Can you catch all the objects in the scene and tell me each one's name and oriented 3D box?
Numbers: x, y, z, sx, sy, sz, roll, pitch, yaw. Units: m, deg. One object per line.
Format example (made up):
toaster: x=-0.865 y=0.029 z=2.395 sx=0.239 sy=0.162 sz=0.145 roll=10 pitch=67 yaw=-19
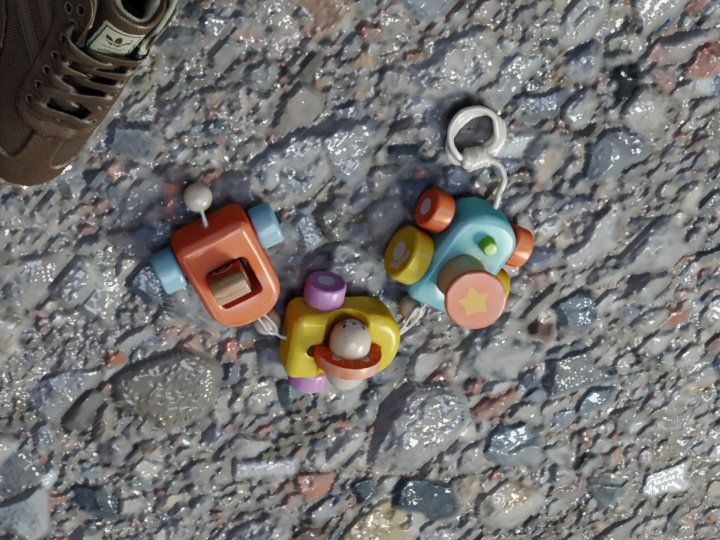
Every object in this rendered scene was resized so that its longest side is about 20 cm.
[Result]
sneaker: x=-0.125 y=-0.114 z=0.823 sx=0.070 sy=0.076 sz=0.201 roll=13 pitch=118 yaw=-27
toy train: x=0.000 y=0.000 z=0.959 sx=0.199 sy=0.056 sz=0.151 roll=-22 pitch=128 yaw=-3
